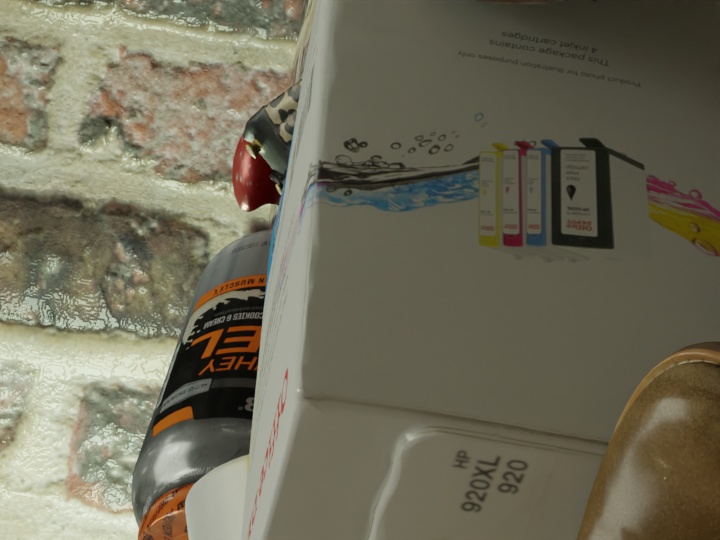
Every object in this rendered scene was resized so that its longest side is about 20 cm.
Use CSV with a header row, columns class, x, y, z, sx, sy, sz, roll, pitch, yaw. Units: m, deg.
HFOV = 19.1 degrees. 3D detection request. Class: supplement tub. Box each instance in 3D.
class,x,y,z,sx,sy,sz,roll,pitch,yaw
supplement tub,-0.047,0.083,1.106,0.201,0.122,0.123,-77,2,-48

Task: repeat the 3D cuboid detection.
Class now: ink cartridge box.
class,x,y,z,sx,sy,sz,roll,pitch,yaw
ink cartridge box,0.043,0.021,0.683,0.148,0.144,0.201,105,172,-47

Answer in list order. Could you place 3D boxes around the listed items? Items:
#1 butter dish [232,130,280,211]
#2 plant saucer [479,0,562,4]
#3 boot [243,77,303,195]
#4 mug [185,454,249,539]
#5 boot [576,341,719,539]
class,x,y,z,sx,sy,sz,roll,pitch,yaw
butter dish,0.010,-0.040,1.042,0.200,0.147,0.201,110,168,-59
plant saucer,0.073,-0.177,0.658,0.199,0.032,0.201,-21,55,32
boot,0.000,0.000,0.922,0.200,0.073,0.151,-39,77,49
mug,0.001,0.159,0.889,0.187,0.148,0.154,99,170,-65
boot,0.065,0.117,0.543,0.075,0.073,0.201,-7,-66,-51
